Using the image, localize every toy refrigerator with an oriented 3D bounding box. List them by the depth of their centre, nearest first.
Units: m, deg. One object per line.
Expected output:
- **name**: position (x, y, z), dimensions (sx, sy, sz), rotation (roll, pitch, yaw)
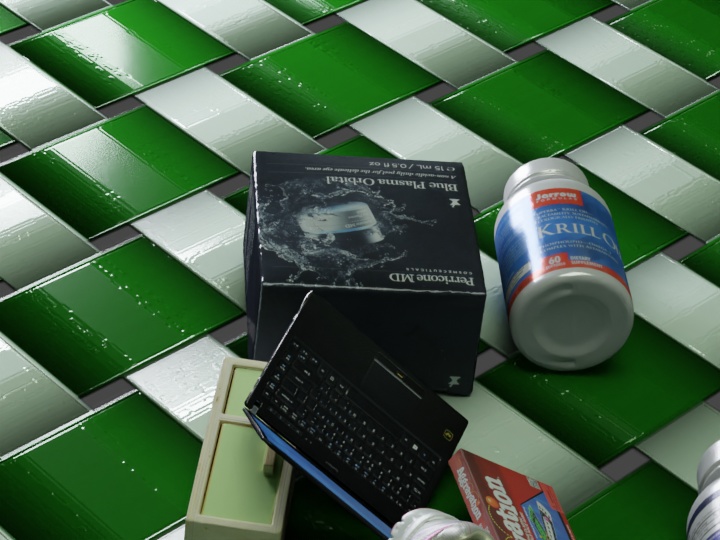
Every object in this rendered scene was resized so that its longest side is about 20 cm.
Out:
- **toy refrigerator**: position (-0.089, 0.156, 1.764), dimensions (0.075, 0.070, 0.200), rotation (8, 36, 1)

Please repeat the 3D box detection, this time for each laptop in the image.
- **laptop**: position (0.008, 0.125, 1.726), dimensions (0.177, 0.103, 0.200), rotation (41, 53, -14)

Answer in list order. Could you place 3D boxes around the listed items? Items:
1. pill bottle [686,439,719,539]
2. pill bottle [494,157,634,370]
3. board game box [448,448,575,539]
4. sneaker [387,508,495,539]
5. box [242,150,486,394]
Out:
- **pill bottle**: position (0.313, 0.221, 1.709), dimensions (0.119, 0.120, 0.200), rotation (6, 37, -2)
- **pill bottle**: position (0.178, -0.013, 2.001), dimensions (0.112, 0.113, 0.200), rotation (2, 37, -7)
- **board game box**: position (0.137, 0.224, 1.716), dimensions (0.103, 0.019, 0.200), rotation (24, 27, -32)
- **sneaker**: position (0.041, 0.258, 1.582), dimensions (0.081, 0.088, 0.201), rotation (26, 67, -19)
- **box**: position (0.000, 0.000, 1.949), dimensions (0.195, 0.118, 0.200), rotation (2, 38, -7)
